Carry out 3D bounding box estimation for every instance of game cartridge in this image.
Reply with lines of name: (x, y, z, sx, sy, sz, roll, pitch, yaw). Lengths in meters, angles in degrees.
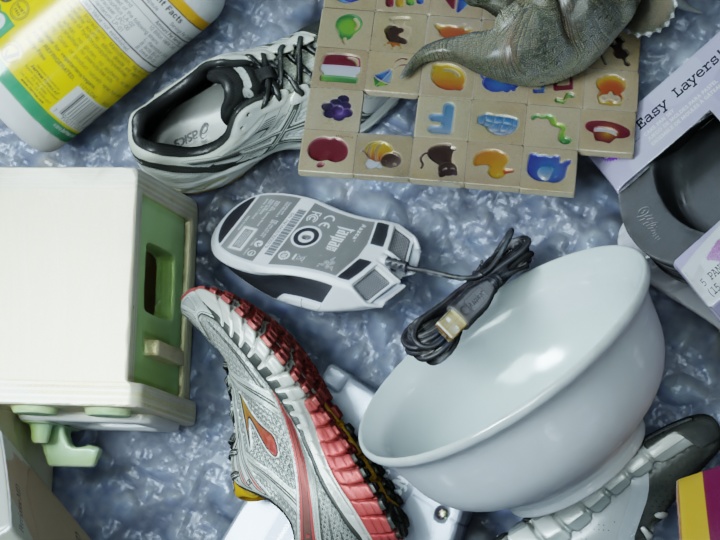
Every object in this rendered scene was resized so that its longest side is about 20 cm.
game cartridge: (-0.015, 0.176, 1.727, 0.133, 0.040, 0.201, 32, 91, 20)

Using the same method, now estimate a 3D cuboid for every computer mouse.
computer mouse: (0.000, 0.000, 1.729, 0.199, 0.044, 0.110, 15, 50, 30)

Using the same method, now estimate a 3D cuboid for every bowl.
bowl: (0.105, 0.080, 1.642, 0.200, 0.201, 0.091, -33, 106, 8)

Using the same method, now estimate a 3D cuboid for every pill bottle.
pill bottle: (-0.157, -0.177, 1.773, 0.200, 0.113, 0.113, -38, 75, 7)

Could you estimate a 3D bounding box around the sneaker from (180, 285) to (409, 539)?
sneaker: (-0.056, 0.096, 1.691, 0.082, 0.078, 0.201, -35, 75, 9)

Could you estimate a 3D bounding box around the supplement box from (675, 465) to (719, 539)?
supplement box: (0.293, 0.164, 1.589, 0.199, 0.103, 0.132, -20, 109, 11)

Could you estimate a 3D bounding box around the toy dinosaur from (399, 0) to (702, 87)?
toy dinosaur: (0.119, -0.158, 1.683, 0.199, 0.077, 0.103, -33, 92, -8)

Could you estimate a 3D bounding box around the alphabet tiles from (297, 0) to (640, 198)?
alphabet tiles: (0.070, -0.115, 1.704, 0.198, 0.008, 0.168, 5, 52, 4)

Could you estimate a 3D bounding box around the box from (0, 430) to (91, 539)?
box: (-0.193, 0.201, 1.678, 0.077, 0.200, 0.095, -27, 39, 9)

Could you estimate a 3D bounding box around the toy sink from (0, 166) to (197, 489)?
toy sink: (-0.167, 0.045, 1.736, 0.111, 0.130, 0.202, 1, 81, 14)

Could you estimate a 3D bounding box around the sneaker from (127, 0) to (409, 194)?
sneaker: (-0.053, -0.109, 1.750, 0.199, 0.088, 0.076, -29, 74, 7)

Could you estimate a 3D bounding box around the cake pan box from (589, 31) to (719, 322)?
cake pan box: (0.245, -0.072, 1.638, 0.200, 0.052, 0.184, -40, 36, 8)

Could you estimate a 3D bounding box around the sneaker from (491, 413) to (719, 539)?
sneaker: (0.153, 0.179, 1.672, 0.199, 0.075, 0.116, -35, 84, 12)

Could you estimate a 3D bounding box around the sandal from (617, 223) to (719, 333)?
sandal: (0.243, 0.020, 1.675, 0.079, 0.059, 0.206, -48, 52, -6)
